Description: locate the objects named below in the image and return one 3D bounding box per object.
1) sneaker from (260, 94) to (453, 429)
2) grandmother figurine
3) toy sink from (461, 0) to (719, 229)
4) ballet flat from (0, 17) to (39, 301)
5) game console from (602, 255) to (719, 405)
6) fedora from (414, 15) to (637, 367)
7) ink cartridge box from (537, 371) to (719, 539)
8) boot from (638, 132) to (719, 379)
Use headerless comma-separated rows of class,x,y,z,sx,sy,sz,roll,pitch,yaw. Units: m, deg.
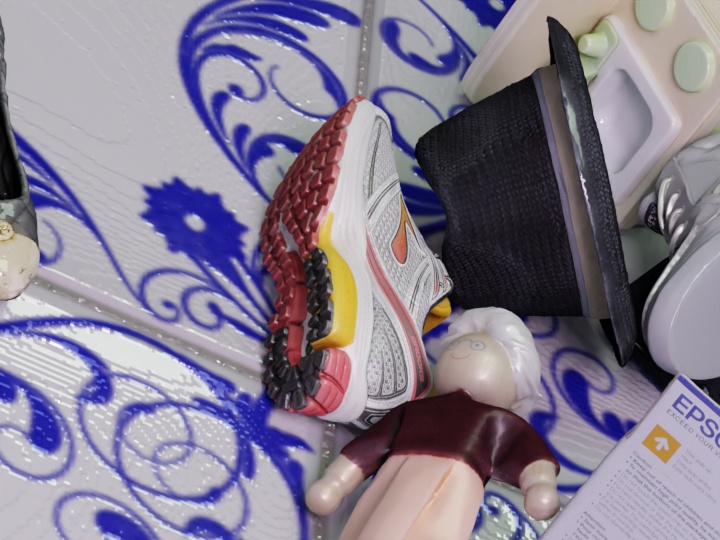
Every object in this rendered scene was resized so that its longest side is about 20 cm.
sneaker,0.000,0.000,1.413,0.082,0.078,0.200,22,46,-24
grandmother figurine,0.034,0.092,1.289,0.121,0.061,0.200,10,45,18
toy sink,0.182,-0.102,1.623,0.200,0.130,0.112,2,47,-39
ballet flat,-0.187,-0.066,1.341,0.066,0.057,0.200,9,43,-31
game console,0.261,0.010,1.524,0.200,0.118,0.171,-33,71,-35
fedora,0.080,-0.032,1.455,0.091,0.201,0.201,-13,44,3
ink cartridge box,0.166,0.162,1.242,0.196,0.200,0.043,41,36,8
boot,0.182,-0.012,1.502,0.095,0.074,0.200,14,35,37
